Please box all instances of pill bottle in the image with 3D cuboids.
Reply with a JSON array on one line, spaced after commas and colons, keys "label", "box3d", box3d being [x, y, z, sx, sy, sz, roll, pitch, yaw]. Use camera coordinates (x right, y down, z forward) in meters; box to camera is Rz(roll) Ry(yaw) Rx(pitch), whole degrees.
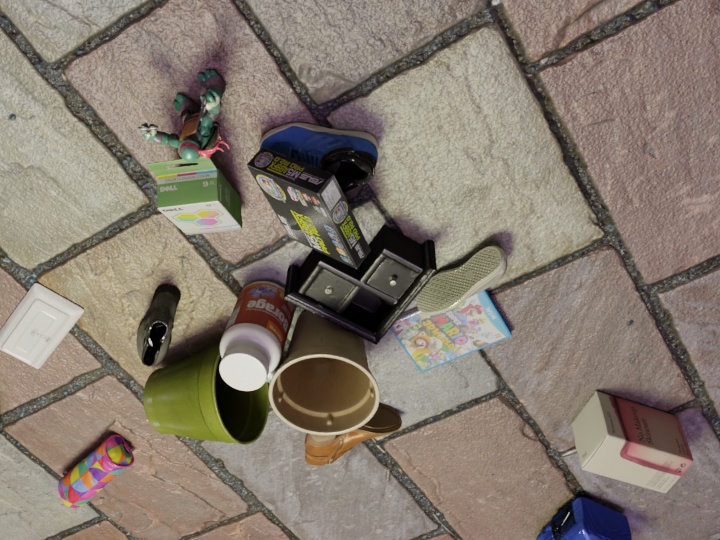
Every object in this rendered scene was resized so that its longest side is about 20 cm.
[{"label": "pill bottle", "box3d": [-0.188, 0.118, 1.617, 0.111, 0.201, 0.113, 4, 125, 6]}]

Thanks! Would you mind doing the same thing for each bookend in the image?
[{"label": "bookend", "box3d": [0.000, 0.000, 1.598, 0.198, 0.092, 0.200, 28, 122, -18]}]

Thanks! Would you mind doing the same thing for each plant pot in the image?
[{"label": "plant pot", "box3d": [-0.062, 0.169, 1.668, 0.198, 0.184, 0.202, 1, 127, 1]}, {"label": "plant pot", "box3d": [-0.308, 0.243, 1.741, 0.191, 0.201, 0.201, -10, 127, 23]}]

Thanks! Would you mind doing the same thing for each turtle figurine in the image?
[{"label": "turtle figurine", "box3d": [-0.260, -0.223, 1.369, 0.149, 0.201, 0.101, -20, 124, 16]}]

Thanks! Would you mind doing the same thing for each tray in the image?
[{"label": "tray", "box3d": [-0.630, 0.116, 1.744, 0.107, 0.022, 0.200, 32, 121, -22]}]

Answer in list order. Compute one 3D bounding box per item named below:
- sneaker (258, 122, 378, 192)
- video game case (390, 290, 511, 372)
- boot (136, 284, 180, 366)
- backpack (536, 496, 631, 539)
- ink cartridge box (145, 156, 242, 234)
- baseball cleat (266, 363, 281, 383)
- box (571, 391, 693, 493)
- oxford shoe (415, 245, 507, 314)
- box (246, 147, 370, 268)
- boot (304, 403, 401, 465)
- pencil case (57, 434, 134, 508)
[{"label": "sneaker", "box3d": [-0.071, -0.178, 1.454, 0.198, 0.112, 0.077, 4, 127, -2]}, {"label": "video game case", "box3d": [0.171, 0.111, 1.723, 0.199, 0.018, 0.144, -24, 122, 18]}, {"label": "boot", "box3d": [-0.391, 0.134, 1.683, 0.067, 0.131, 0.201, 16, 126, -10]}, {"label": "backpack", "box3d": [0.487, 0.631, 2.016, 0.162, 0.168, 0.200, 29, 126, -12]}, {"label": "ink cartridge box", "box3d": [-0.268, -0.118, 1.470, 0.103, 0.060, 0.200, -6, 164, 6]}, {"label": "baseball cleat", "box3d": [-0.122, 0.225, 1.794, 0.106, 0.070, 0.201, -22, 133, 9]}, {"label": "box", "box3d": [0.548, 0.348, 1.823, 0.198, 0.128, 0.109, 18, 125, -12]}, {"label": "oxford shoe", "box3d": [0.188, 0.023, 1.632, 0.199, 0.076, 0.058, -34, 155, 26]}, {"label": "box", "box3d": [-0.082, -0.100, 1.468, 0.159, 0.044, 0.201, 24, 156, 33]}, {"label": "boot", "box3d": [-0.020, 0.352, 1.876, 0.198, 0.077, 0.156, -9, 143, -19]}, {"label": "pencil case", "box3d": [-0.574, 0.436, 1.947, 0.088, 0.089, 0.200, 38, 121, -24]}]
